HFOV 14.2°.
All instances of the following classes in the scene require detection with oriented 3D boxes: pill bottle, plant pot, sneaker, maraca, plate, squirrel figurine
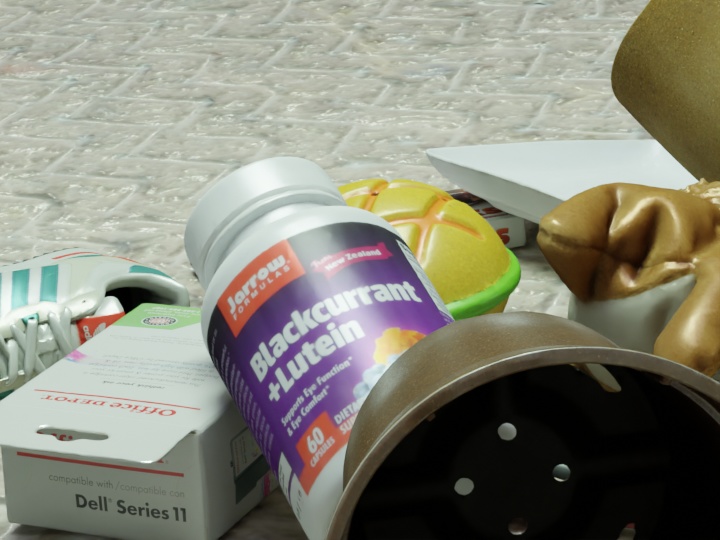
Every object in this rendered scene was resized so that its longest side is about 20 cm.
[{"bbox_3d":[-0.010,0.040,1.380,0.111,0.111,0.200,-12,48,-23],"label":"pill bottle"},{"bbox_3d":[0.273,-0.080,1.658,0.186,0.186,0.200,-16,61,-31],"label":"plant pot"},{"bbox_3d":[0.076,0.109,1.180,0.200,0.200,0.198,-5,11,-3],"label":"plant pot"},{"bbox_3d":[-0.181,0.033,1.612,0.093,0.070,0.200,5,17,42],"label":"sneaker"},{"bbox_3d":[0.000,0.000,1.615,0.137,0.107,0.200,-20,24,-38],"label":"maraca"},{"bbox_3d":[0.172,-0.046,1.788,0.200,0.032,0.200,-4,17,-35],"label":"plate"},{"bbox_3d":[0.211,0.028,1.455,0.187,0.142,0.200,16,29,31],"label":"squirrel figurine"}]

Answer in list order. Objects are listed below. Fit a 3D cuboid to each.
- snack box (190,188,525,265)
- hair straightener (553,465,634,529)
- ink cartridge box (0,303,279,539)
[{"bbox_3d":[-0.002,-0.019,1.798,0.200,0.024,0.072,-10,21,-17],"label":"snack box"},{"bbox_3d":[0.095,0.086,1.387,0.200,0.077,0.041,8,16,34],"label":"hair straightener"},{"bbox_3d":[-0.104,0.083,1.456,0.117,0.067,0.200,6,20,24],"label":"ink cartridge box"}]
